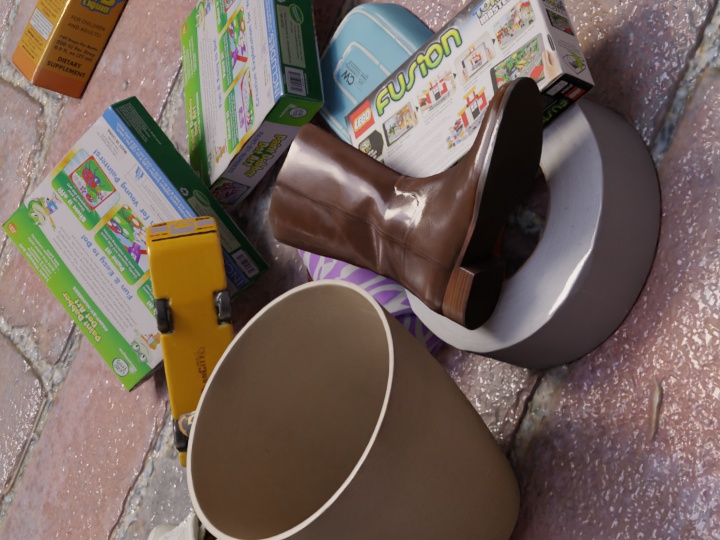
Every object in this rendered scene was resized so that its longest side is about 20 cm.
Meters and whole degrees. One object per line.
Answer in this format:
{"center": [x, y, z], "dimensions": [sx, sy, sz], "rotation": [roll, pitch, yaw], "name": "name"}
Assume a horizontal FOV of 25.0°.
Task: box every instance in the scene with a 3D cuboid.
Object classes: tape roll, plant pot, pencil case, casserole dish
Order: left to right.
{"center": [0.000, 0.000, 1.292], "dimensions": [0.086, 0.083, 0.201], "rotation": [97, 155, -45], "name": "pencil case"}
{"center": [0.019, -0.150, 1.347], "dimensions": [0.122, 0.039, 0.200], "rotation": [-58, 42, 17], "name": "casserole dish"}
{"center": [0.016, 0.134, 1.120], "dimensions": [0.187, 0.200, 0.188], "rotation": [-28, 46, 33], "name": "plant pot"}
{"center": [0.118, -0.033, 1.173], "dimensions": [0.200, 0.066, 0.202], "rotation": [-20, 63, 45], "name": "tape roll"}

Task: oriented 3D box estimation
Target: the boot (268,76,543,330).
{"center": [0.022, -0.075, 1.143], "dimensions": [0.199, 0.064, 0.188], "rotation": [28, 112, 34], "name": "boot"}

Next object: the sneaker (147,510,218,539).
{"center": [-0.125, 0.235, 1.333], "dimensions": [0.200, 0.076, 0.081], "rotation": [-164, 81, -66], "name": "sneaker"}

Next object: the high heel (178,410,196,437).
{"center": [-0.080, 0.188, 1.298], "dimensions": [0.199, 0.071, 0.144], "rotation": [9, 79, 30], "name": "high heel"}

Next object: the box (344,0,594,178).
{"center": [0.073, -0.122, 1.176], "dimensions": [0.200, 0.035, 0.111], "rotation": [-39, 51, 35], "name": "box"}

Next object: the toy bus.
{"center": [-0.139, 0.062, 1.387], "dimensions": [0.078, 0.065, 0.202], "rotation": [-120, 22, -72], "name": "toy bus"}

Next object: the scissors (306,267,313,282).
{"center": [-0.033, 0.015, 1.374], "dimensions": [0.073, 0.014, 0.202], "rotation": [-10, 69, 50], "name": "scissors"}

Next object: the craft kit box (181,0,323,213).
{"center": [-0.102, -0.185, 1.452], "dimensions": [0.197, 0.048, 0.201], "rotation": [-41, 48, 49], "name": "craft kit box"}

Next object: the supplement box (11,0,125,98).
{"center": [-0.297, -0.290, 1.734], "dimensions": [0.069, 0.066, 0.201], "rotation": [42, 110, 47], "name": "supplement box"}

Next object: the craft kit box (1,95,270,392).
{"center": [-0.208, -0.021, 1.476], "dimensions": [0.197, 0.048, 0.200], "rotation": [-39, 87, 33], "name": "craft kit box"}
